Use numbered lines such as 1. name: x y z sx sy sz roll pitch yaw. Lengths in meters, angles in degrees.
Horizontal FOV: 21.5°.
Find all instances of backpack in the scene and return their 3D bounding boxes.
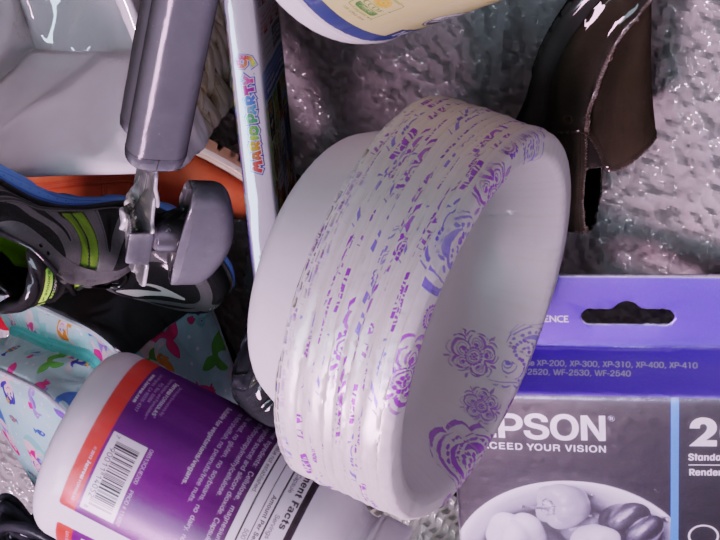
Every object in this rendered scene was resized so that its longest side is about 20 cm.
1. backpack: -0.145 0.091 1.222 0.177 0.150 0.201 17 144 52

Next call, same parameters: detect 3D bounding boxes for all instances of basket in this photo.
1. basket: -0.164 -0.141 1.080 0.198 0.123 0.137 1 124 33

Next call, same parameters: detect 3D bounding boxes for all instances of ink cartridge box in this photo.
1. ink cartridge box: 0.150 0.094 1.062 0.196 0.044 0.202 0 123 10

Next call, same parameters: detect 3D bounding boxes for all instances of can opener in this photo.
1. can opener: -0.089 -0.076 0.974 0.066 0.054 0.201 3 130 -17

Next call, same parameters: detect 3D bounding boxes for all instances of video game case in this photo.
1. video game case: -0.052 -0.095 0.995 0.018 0.143 0.202 -5 103 2

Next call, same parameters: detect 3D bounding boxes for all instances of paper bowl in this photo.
1. paper bowl: 0.019 0.012 0.936 0.104 0.201 0.202 20 131 22

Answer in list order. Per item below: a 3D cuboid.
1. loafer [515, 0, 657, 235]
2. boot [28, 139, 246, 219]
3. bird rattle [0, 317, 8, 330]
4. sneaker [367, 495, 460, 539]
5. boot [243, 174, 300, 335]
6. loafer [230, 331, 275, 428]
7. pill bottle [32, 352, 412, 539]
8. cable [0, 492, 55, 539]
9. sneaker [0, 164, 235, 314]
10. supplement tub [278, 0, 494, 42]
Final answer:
1. loafer: 0.125 -0.093 0.969 0.071 0.073 0.201 28 143 7
2. boot: -0.139 -0.035 1.144 0.198 0.108 0.075 6 164 34
3. bird rattle: -0.300 -0.038 1.294 0.162 0.113 0.201 1 136 47
4. sneaker: 0.010 0.149 1.207 0.099 0.070 0.200 25 164 46
5. boot: 0.028 0.045 1.128 0.199 0.066 0.166 29 144 18
6. loafer: 0.000 0.000 1.052 0.068 0.201 0.070 45 173 -27
7. pill bottle: -0.075 0.135 1.060 0.199 0.113 0.113 26 134 5
8. cable: -0.157 0.209 1.223 0.200 0.163 0.051 40 98 14
9. sneaker: -0.168 -0.005 1.062 0.198 0.083 0.071 15 137 -19
10. supplement tub: 0.052 -0.197 0.868 0.199 0.145 0.145 -14 114 40
